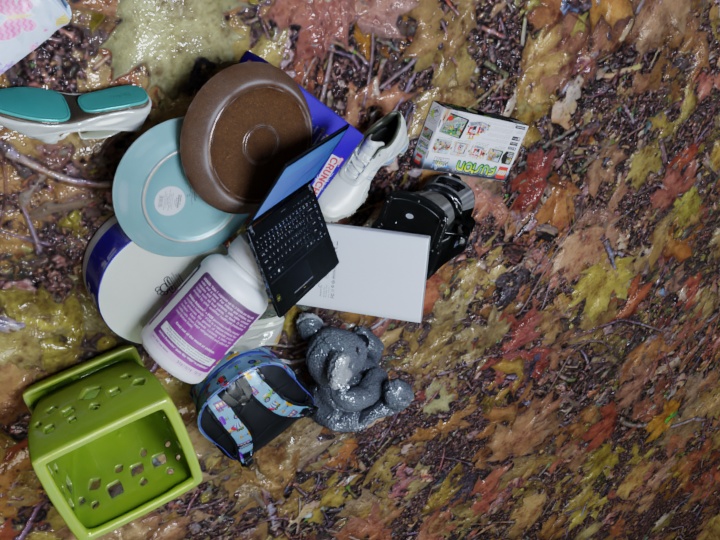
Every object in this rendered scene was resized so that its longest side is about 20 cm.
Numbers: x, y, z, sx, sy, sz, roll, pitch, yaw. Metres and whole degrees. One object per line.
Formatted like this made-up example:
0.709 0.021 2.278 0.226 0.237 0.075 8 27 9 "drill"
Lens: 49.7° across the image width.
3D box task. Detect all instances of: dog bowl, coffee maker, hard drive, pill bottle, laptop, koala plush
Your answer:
-0.287 0.004 1.116 0.200 0.079 0.200 -18 129 -24 "dog bowl"
0.092 -0.055 1.264 0.192 0.135 0.200 -46 173 26 "coffee maker"
0.000 0.000 1.174 0.027 0.200 0.132 -49 145 -69 "hard drive"
-0.199 0.050 1.075 0.200 0.112 0.112 -48 135 4 "pill bottle"
-0.062 -0.068 1.039 0.177 0.103 0.200 -44 121 -53 "laptop"
-0.036 0.170 1.342 0.184 0.177 0.200 -32 140 -4 "koala plush"

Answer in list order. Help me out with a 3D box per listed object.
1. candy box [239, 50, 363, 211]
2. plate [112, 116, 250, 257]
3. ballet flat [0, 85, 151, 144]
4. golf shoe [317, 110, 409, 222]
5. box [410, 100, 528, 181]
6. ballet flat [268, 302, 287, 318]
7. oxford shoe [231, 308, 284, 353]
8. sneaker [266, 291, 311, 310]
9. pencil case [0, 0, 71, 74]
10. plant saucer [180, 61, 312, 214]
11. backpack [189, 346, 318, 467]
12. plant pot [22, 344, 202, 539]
-0.121 -0.182 1.103 0.200 0.077 0.169 31 99 -43 "candy box"
-0.221 -0.102 1.017 0.200 0.026 0.200 -18 127 -25 "plate"
-0.355 -0.185 0.952 0.200 0.069 0.070 -11 126 -30 "ballet flat"
-0.003 -0.164 1.167 0.200 0.078 0.097 -52 170 -16 "golf shoe"
0.188 -0.217 1.325 0.200 0.035 0.110 3 118 -37 "box"
-0.207 0.107 1.267 0.200 0.046 0.067 -18 130 -24 "ballet flat"
-0.214 0.101 1.199 0.200 0.075 0.058 -7 109 0 "oxford shoe"
-0.137 0.031 1.242 0.199 0.076 0.114 -29 127 -23 "sneaker"
-0.413 -0.246 0.847 0.200 0.083 0.091 -44 133 -2 "pencil case"
-0.135 -0.165 1.006 0.200 0.034 0.201 -20 122 -36 "plant saucer"
-0.191 0.201 1.265 0.182 0.135 0.200 -37 144 -5 "backpack"
-0.373 0.240 1.150 0.200 0.181 0.199 -25 132 -19 "plant pot"
